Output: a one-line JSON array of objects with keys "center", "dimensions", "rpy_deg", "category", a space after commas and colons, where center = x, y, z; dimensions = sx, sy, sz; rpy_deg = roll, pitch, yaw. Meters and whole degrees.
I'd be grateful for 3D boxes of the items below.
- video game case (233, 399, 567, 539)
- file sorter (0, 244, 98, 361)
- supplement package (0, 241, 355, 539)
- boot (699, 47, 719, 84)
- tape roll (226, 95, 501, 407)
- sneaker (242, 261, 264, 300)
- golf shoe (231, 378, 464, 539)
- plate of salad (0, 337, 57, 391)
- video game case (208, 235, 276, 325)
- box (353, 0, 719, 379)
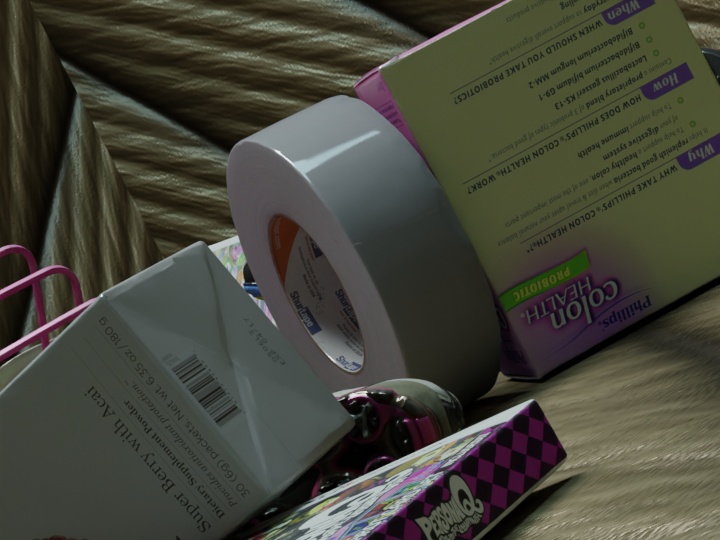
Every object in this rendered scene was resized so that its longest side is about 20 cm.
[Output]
[{"center": [-0.030, 0.130, 0.978], "dimensions": [0.181, 0.036, 0.200], "rpy_deg": [-28, 2, 36], "category": "video game case"}, {"center": [-0.181, 0.086, 1.389], "dimensions": [0.139, 0.126, 0.200], "rpy_deg": [-30, 41, -34], "category": "file sorter"}, {"center": [-0.125, 0.103, 1.135], "dimensions": [0.200, 0.121, 0.120], "rpy_deg": [-43, -3, 23], "category": "supplement package"}, {"center": [0.229, -0.114, 1.620], "dimensions": [0.164, 0.066, 0.200], "rpy_deg": [-27, -4, 36], "category": "boot"}, {"center": [0.000, 0.000, 1.396], "dimensions": [0.066, 0.201, 0.200], "rpy_deg": [-28, 3, -20], "category": "tape roll"}, {"center": [0.006, -0.042, 1.539], "dimensions": [0.199, 0.083, 0.071], "rpy_deg": [-32, 9, -9], "category": "sneaker"}, {"center": [-0.038, 0.107, 1.220], "dimensions": [0.199, 0.073, 0.092], "rpy_deg": [-16, 1, 21], "category": "golf shoe"}, {"center": [-0.219, 0.124, 1.673], "dimensions": [0.199, 0.201, 0.048], "rpy_deg": [-29, 45, -21], "category": "plate of salad"}, {"center": [-0.098, 0.048, 1.717], "dimensions": [0.018, 0.144, 0.200], "rpy_deg": [12, -13, -26], "category": "video game case"}, {"center": [0.123, -0.065, 1.394], "dimensions": [0.175, 0.201, 0.097], "rpy_deg": [-29, 2, -9], "category": "box"}]
